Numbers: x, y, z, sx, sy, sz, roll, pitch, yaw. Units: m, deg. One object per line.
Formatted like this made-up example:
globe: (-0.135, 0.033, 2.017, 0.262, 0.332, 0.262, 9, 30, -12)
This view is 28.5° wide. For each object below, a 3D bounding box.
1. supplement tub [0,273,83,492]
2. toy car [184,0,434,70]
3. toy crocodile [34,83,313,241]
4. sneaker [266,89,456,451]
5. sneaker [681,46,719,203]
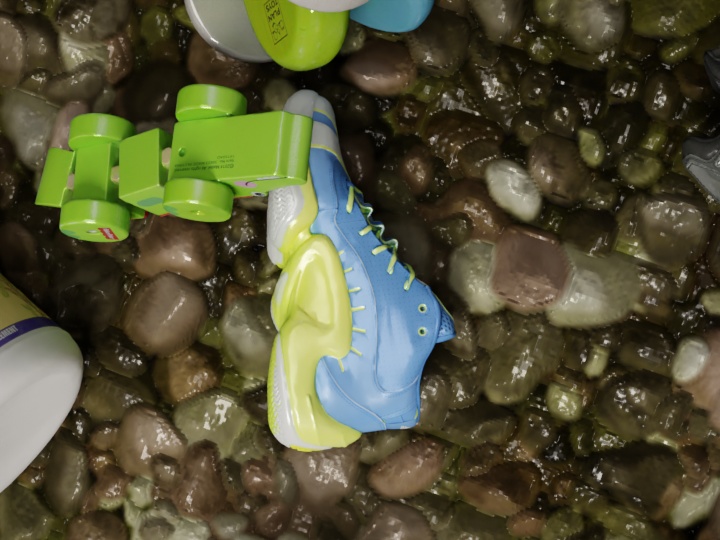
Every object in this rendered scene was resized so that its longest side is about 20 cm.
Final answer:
supplement tub: (-0.274, 0.037, 0.808, 0.200, 0.145, 0.146, 40, 97, 11)
toy car: (-0.015, -0.210, 0.766, 0.149, 0.175, 0.201, -7, 86, -24)
toy crocodile: (-0.107, -0.055, 0.785, 0.199, 0.062, 0.068, -8, 72, 33)
sneaker: (0.000, 0.000, 0.794, 0.105, 0.076, 0.201, 1, 88, -5)
sneaker: (0.235, -0.114, 0.732, 0.098, 0.071, 0.201, 31, 97, 10)
